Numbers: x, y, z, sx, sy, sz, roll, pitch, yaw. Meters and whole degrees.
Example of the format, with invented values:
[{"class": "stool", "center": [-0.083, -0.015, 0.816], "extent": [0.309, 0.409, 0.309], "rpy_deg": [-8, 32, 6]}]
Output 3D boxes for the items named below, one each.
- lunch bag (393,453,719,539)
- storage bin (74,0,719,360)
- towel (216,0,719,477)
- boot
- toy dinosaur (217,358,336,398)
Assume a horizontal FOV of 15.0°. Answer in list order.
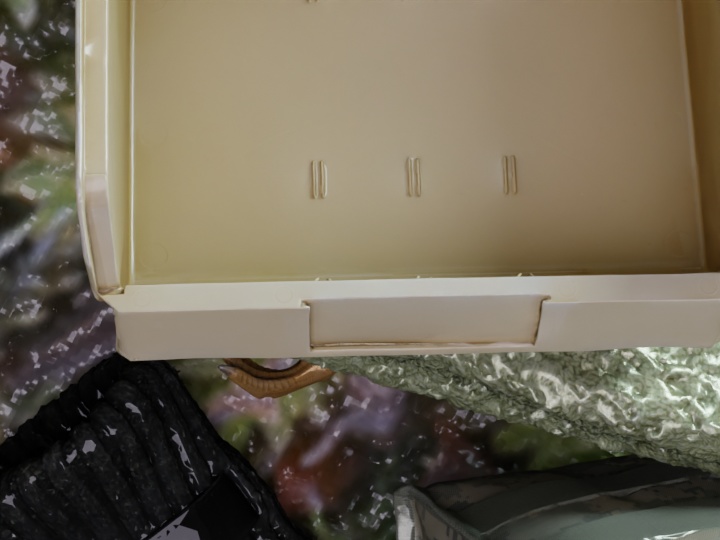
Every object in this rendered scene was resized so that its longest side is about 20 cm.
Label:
[{"class": "lunch bag", "center": [0.118, 0.133, 0.865], "extent": [0.163, 0.200, 0.119], "rpy_deg": [-7, 108, -22]}, {"class": "storage bin", "center": [0.015, -0.081, 0.831], "extent": [0.198, 0.094, 0.200], "rpy_deg": [-1, 65, -2]}, {"class": "towel", "center": [0.062, -0.019, 0.889], "extent": [0.199, 0.037, 0.149], "rpy_deg": [19, 66, -7]}, {"class": "boot", "center": [-0.098, 0.145, 0.946], "extent": [0.158, 0.079, 0.211], "rpy_deg": [43, 90, -19]}, {"class": "toy dinosaur", "center": [0.000, 0.000, 0.921], "extent": [0.106, 0.060, 0.200], "rpy_deg": [-39, 103, 7]}]
